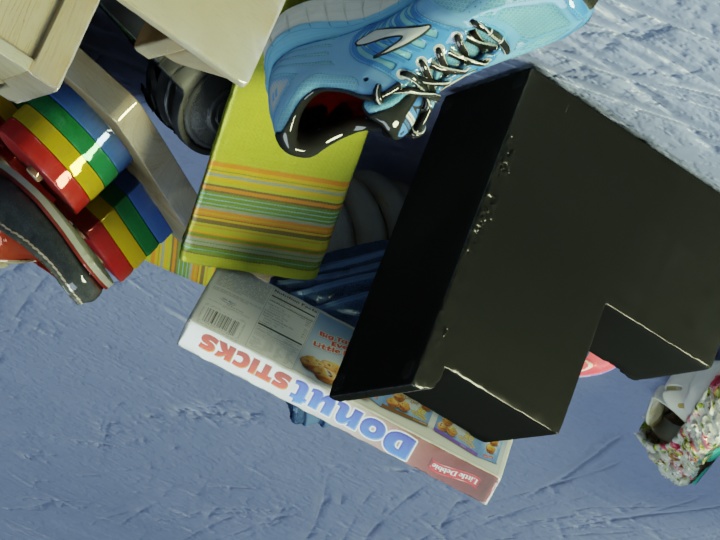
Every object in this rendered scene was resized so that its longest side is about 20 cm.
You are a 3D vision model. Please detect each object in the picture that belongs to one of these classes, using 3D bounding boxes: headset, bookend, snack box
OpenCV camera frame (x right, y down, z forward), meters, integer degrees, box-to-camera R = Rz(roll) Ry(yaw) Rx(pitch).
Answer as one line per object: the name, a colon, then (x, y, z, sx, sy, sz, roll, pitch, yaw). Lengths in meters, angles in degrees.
headset: (-0.098, -0.095, 1.460, 0.200, 0.094, 0.124, 45, 179, -17)
bookend: (0.115, 0.023, 1.430, 0.200, 0.199, 0.092, 30, 159, -24)
snack box: (-0.005, 0.063, 1.443, 0.199, 0.072, 0.024, 28, 121, -2)

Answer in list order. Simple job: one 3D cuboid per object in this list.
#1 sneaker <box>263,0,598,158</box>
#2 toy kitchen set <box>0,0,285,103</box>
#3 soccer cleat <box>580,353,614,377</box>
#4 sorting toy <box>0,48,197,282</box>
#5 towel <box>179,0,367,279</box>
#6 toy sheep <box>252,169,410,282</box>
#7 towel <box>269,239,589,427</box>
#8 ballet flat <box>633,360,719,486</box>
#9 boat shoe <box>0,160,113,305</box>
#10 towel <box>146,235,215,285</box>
sneaker: (0.037, -0.106, 1.301, 0.199, 0.090, 0.078, -19, 138, 31)
toy kitchen set: (-0.145, -0.160, 1.233, 0.163, 0.201, 0.180, 33, 157, -27)
soccer cleat: (0.097, 0.033, 1.697, 0.199, 0.067, 0.076, 5, -175, 28)
sorting toy: (-0.194, -0.090, 1.544, 0.200, 0.070, 0.199, 42, 170, 28)
towel: (-0.038, -0.081, 1.408, 0.086, 0.018, 0.201, 8, 125, -18)
toy sheep: (0.000, 0.000, 1.597, 0.199, 0.139, 0.138, 1, 175, -36)
towel: (0.047, 0.030, 1.524, 0.049, 0.199, 0.112, -128, 27, -60)
ballet flat: (0.229, 0.098, 1.696, 0.064, 0.076, 0.200, 37, 158, 6)
boat shoe: (-0.228, -0.035, 1.519, 0.200, 0.063, 0.071, 39, 167, 29)
towel: (-0.172, -0.039, 1.826, 0.199, 0.018, 0.086, 23, 156, 3)
